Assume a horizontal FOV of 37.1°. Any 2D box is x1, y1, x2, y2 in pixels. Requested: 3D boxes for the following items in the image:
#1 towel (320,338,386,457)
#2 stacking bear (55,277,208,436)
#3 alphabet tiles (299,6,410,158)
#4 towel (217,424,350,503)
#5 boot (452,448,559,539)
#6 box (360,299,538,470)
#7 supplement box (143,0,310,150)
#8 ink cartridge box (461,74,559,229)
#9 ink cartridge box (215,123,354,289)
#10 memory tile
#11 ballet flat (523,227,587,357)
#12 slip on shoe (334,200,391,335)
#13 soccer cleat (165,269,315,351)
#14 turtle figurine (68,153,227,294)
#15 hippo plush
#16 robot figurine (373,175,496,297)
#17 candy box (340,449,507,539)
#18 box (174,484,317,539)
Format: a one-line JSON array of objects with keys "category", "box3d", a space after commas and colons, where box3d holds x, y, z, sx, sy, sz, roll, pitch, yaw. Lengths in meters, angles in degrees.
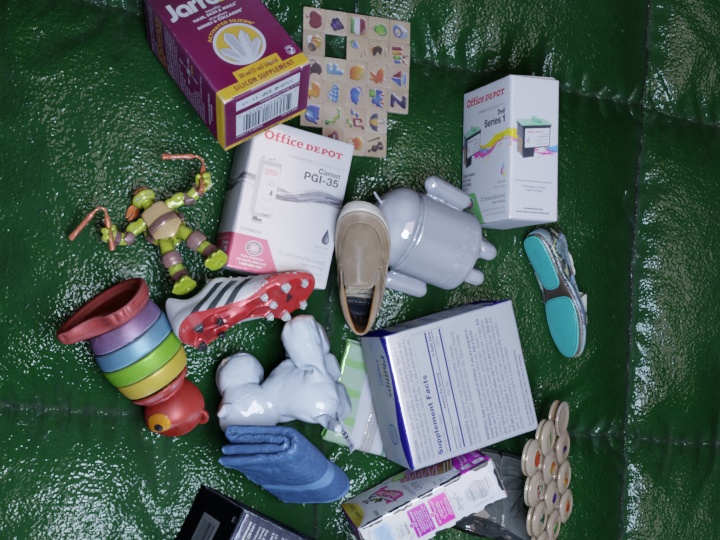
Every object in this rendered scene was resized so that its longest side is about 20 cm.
[{"category": "towel", "box3d": [0.053, 0.190, 1.512, 0.198, 0.031, 0.151, 17, 80, -21]}, {"category": "stacking bear", "box3d": [-0.266, 0.121, 1.341, 0.201, 0.120, 0.114, 62, 24, -19]}, {"category": "alphabet tiles", "box3d": [-0.007, -0.264, 1.521, 0.165, 0.008, 0.203, 3, 87, -23]}, {"category": "towel", "box3d": [-0.091, 0.251, 1.356, 0.200, 0.110, 0.049, 55, 37, -55]}, {"category": "boot", "box3d": [0.228, 0.336, 1.563, 0.199, 0.068, 0.132, 24, 73, -21]}, {"category": "box", "box3d": [0.120, 0.152, 1.471, 0.198, 0.105, 0.186, -14, 94, -20]}, {"category": "supplement box", "box3d": [-0.169, -0.274, 1.358, 0.130, 0.104, 0.201, -30, 68, -21]}, {"category": "ink cartridge box", "box3d": [0.212, -0.166, 1.533, 0.083, 0.145, 0.203, 3, 86, -22]}, {"category": "ink cartridge box", "box3d": [-0.104, -0.087, 1.428, 0.145, 0.083, 0.202, 13, 85, -21]}, {"category": "memory tile", "box3d": [0.265, 0.297, 1.501, 0.153, 0.017, 0.202, -40, 129, -50]}, {"category": "ballet flat", "box3d": [0.307, 0.028, 1.610, 0.074, 0.074, 0.202, -21, 99, -22]}, {"category": "slip on shoe", "box3d": [0.000, 0.000, 1.421, 0.075, 0.201, 0.061, 5, 43, -1]}, {"category": "soccer cleat", "box3d": [-0.150, 0.034, 1.351, 0.199, 0.085, 0.069, -23, 137, -27]}, {"category": "turtle figurine", "box3d": [-0.254, -0.047, 1.363, 0.199, 0.065, 0.162, -33, 71, -18]}, {"category": "hippo plush", "box3d": [-0.104, 0.171, 1.400, 0.159, 0.160, 0.202, -20, 60, 4]}, {"category": "robot figurine", "box3d": [0.090, -0.045, 1.493, 0.198, 0.113, 0.171, 20, 100, -20]}, {"category": "candy box", "box3d": [0.082, 0.309, 1.442, 0.199, 0.136, 0.061, -27, 96, -10]}, {"category": "box", "box3d": [-0.115, 0.374, 1.342, 0.199, 0.196, 0.118, 30, 77, -19]}]
